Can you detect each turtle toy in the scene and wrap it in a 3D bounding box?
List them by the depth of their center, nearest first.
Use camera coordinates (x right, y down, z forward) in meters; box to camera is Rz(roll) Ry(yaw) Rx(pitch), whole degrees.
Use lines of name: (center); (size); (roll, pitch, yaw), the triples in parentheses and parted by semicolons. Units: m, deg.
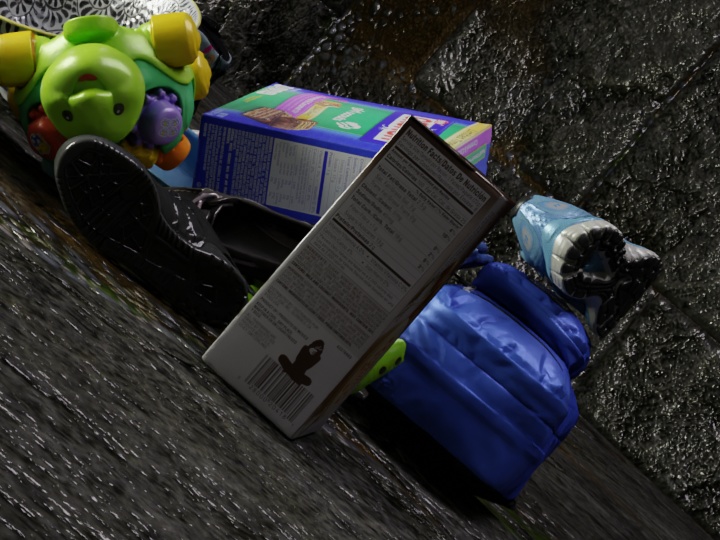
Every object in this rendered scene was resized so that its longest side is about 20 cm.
turtle toy: (-0.176, -0.115, 1.571); (0.200, 0.146, 0.101); (83, -1, -77)

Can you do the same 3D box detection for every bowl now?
bowl: (-0.231, -0.176, 1.804); (0.201, 0.094, 0.201); (13, 26, -6)

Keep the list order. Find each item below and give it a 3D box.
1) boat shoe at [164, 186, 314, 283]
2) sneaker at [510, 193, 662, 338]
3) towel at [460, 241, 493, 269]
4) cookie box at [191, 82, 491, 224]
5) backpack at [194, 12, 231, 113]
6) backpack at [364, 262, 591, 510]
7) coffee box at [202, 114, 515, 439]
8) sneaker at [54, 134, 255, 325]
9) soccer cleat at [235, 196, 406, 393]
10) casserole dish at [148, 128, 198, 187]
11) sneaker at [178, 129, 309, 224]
boat shoe: (-0.075, -0.025, 1.644); (0.200, 0.067, 0.057); (23, -43, 12)
sneaker: (0.171, -0.015, 1.797); (0.090, 0.078, 0.200); (41, -2, 27)
towel: (0.000, 0.000, 1.801); (0.147, 0.200, 0.024); (-2, 82, -81)
cookie box: (-0.012, -0.090, 1.896); (0.200, 0.075, 0.171); (13, 17, 17)
backpack: (-0.226, -0.226, 2.228); (0.178, 0.151, 0.200); (39, -4, 5)
backpack: (0.089, 0.078, 1.773); (0.162, 0.168, 0.200); (35, 3, 11)
coffee box: (0.002, 0.005, 1.459); (0.080, 0.200, 0.114); (41, 3, 5)
sneaker: (-0.138, -0.027, 1.549); (0.200, 0.060, 0.104); (45, 3, -25)
soccer cleat: (-0.039, 0.014, 1.696); (0.200, 0.081, 0.068); (53, -28, 35)
casserole dish: (-0.155, -0.079, 1.908); (0.200, 0.039, 0.121); (38, 22, -28)
sneaker: (-0.112, -0.056, 2.044); (0.200, 0.081, 0.088); (46, -4, -35)
